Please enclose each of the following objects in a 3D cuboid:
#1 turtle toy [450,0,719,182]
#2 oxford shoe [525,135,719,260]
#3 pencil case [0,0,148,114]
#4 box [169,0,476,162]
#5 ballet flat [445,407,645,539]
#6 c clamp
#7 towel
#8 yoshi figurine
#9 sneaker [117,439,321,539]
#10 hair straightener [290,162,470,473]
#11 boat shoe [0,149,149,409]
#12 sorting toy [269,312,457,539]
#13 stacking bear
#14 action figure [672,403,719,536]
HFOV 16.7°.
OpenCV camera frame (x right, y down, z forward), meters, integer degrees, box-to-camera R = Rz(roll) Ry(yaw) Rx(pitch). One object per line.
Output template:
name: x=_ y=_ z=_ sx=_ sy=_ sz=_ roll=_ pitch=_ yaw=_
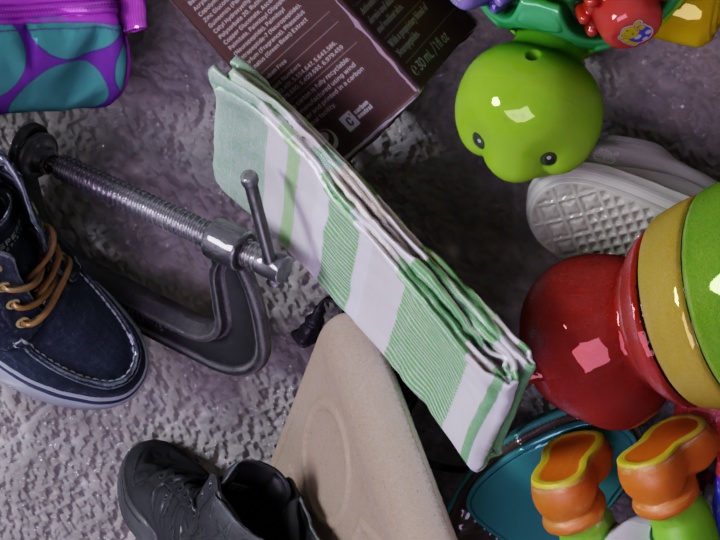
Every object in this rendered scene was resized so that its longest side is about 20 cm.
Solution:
turtle toy: x=0.092 y=-0.139 z=1.104 sx=0.145 sy=0.101 sz=0.201 roll=14 pitch=112 yaw=14
oxford shoe: x=0.173 y=-0.010 z=1.168 sx=0.199 sy=0.058 sz=0.075 roll=24 pitch=127 yaw=-7
pencil case: x=-0.210 y=-0.115 z=1.185 sx=0.092 sy=0.199 sz=0.086 roll=-23 pitch=76 yaw=58
box: x=-0.044 y=-0.154 z=1.156 sx=0.200 sy=0.100 sz=0.075 roll=47 pitch=120 yaw=-6
ballet flat: x=0.070 y=0.127 z=1.258 sx=0.067 sy=0.070 sz=0.200 roll=36 pitch=112 yaw=-11
c clamp: x=-0.110 y=-0.021 z=1.243 sx=0.199 sy=0.027 sz=0.171 roll=21 pitch=145 yaw=30
towel: x=0.000 y=0.000 z=1.141 sx=0.200 sy=0.023 sz=0.153 roll=46 pitch=164 yaw=13
yoshi figurine: x=0.160 y=0.165 z=1.189 sx=0.111 sy=0.112 sz=0.201 roll=-23 pitch=105 yaw=-8
sneaker: x=-0.065 y=0.130 z=1.263 sx=0.060 sy=0.200 sz=0.105 roll=2 pitch=127 yaw=-29
hair straightener: x=0.005 y=0.025 z=1.263 sx=0.077 sy=0.041 sz=0.200 roll=-22 pitch=110 yaw=39
boat shoe: x=-0.172 y=0.002 z=1.219 sx=0.200 sy=0.071 sz=0.091 roll=38 pitch=154 yaw=-23
sorting toy: x=-0.006 y=0.151 z=1.243 sx=0.036 sy=0.186 sz=0.200 roll=2 pitch=137 yaw=-26
stacking bear: x=0.163 y=0.017 z=1.091 sx=0.199 sy=0.122 sz=0.114 roll=-15 pitch=117 yaw=31
action figure: x=0.190 y=0.109 z=1.204 sx=0.065 sy=0.052 sz=0.201 roll=3 pitch=130 yaw=24
